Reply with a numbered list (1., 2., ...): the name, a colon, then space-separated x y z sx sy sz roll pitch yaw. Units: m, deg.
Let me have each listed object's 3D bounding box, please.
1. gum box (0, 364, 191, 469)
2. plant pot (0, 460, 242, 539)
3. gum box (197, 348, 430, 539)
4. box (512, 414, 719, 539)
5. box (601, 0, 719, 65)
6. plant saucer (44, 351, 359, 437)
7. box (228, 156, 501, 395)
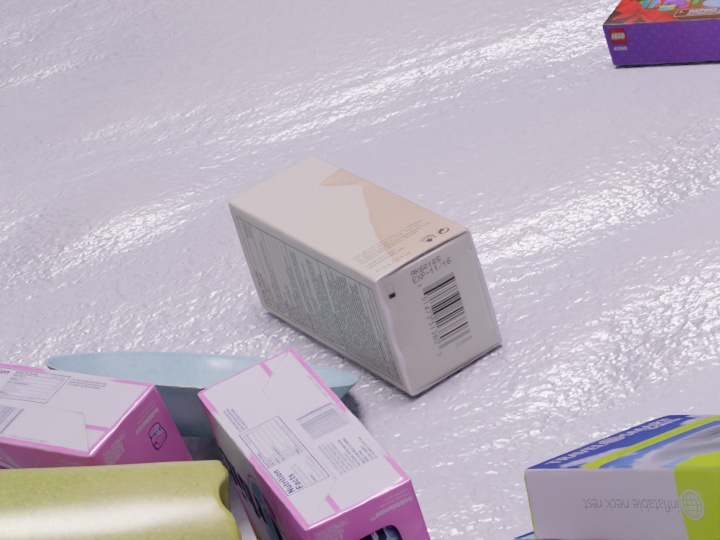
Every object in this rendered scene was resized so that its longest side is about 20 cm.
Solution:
1. gum box: -0.193 0.123 1.602 0.200 0.114 0.066 6 42 40
2. plant pot: -0.154 0.183 1.437 0.184 0.201 0.200 -10 27 -6
3. gum box: -0.016 0.140 1.480 0.066 0.114 0.200 -25 28 -11
4. box: 0.183 0.111 1.398 0.122 0.048 0.200 -16 6 -38
5. box: 0.301 -0.209 1.985 0.200 0.039 0.137 0 33 32
6. plant saucer: -0.101 0.080 1.662 0.201 0.039 0.201 3 4 0
7. box: 0.000 0.000 1.744 0.078 0.095 0.200 -29 31 -21
